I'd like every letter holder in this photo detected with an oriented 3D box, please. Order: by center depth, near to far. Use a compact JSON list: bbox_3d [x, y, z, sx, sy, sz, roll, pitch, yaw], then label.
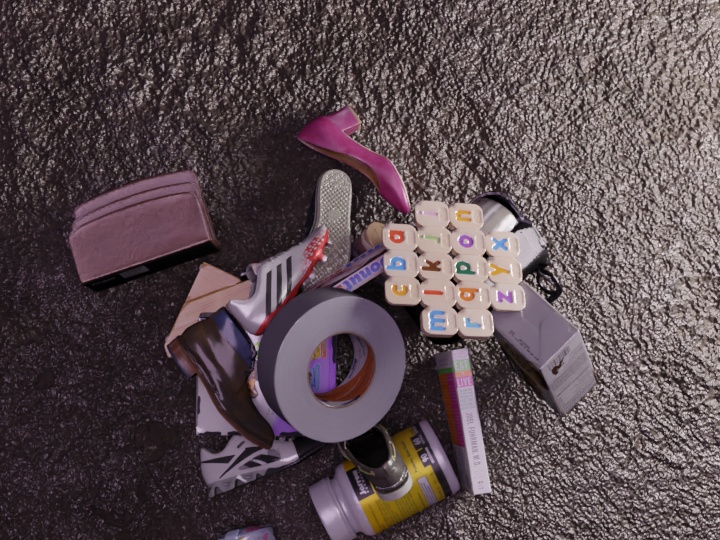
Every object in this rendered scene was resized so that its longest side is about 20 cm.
[{"bbox_3d":[-0.327,-0.071,1.661,0.198,0.101,0.144,-18,83,-2],"label":"letter holder"}]

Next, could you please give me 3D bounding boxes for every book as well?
[{"bbox_3d":[0.150,0.215,1.622,0.047,0.134,0.202,-8,85,-2],"label":"book"}]

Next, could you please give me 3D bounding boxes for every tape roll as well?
[{"bbox_3d":[-0.039,0.127,1.526,0.198,0.066,0.203,-7,105,-26],"label":"tape roll"}]

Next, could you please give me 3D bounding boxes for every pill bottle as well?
[{"bbox_3d":[0.033,0.310,1.622,0.199,0.114,0.115,-27,86,-3],"label":"pill bottle"}]

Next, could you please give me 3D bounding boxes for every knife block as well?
[{"bbox_3d":[-0.174,0.069,1.667,0.174,0.064,0.202,25,85,2],"label":"knife block"}]

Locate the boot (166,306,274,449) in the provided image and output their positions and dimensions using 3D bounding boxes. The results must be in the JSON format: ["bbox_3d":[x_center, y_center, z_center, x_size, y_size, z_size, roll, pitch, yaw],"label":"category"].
[{"bbox_3d":[-0.164,0.146,1.530,0.097,0.075,0.200,-42,95,3],"label":"boot"}]

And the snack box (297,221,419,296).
[{"bbox_3d":[0.000,0.000,1.587,0.199,0.072,0.024,-33,103,3],"label":"snack box"}]

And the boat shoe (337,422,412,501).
[{"bbox_3d":[0.009,0.242,1.572,0.072,0.202,0.061,-32,122,-8],"label":"boat shoe"}]

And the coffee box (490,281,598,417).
[{"bbox_3d":[0.259,0.114,1.585,0.080,0.200,0.113,-43,59,-4],"label":"coffee box"}]

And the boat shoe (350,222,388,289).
[{"bbox_3d":[0.065,0.014,1.675,0.200,0.065,0.072,44,47,-14],"label":"boat shoe"}]

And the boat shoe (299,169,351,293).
[{"bbox_3d":[-0.051,-0.049,1.669,0.074,0.062,0.202,10,74,-11],"label":"boat shoe"}]

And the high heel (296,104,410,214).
[{"bbox_3d":[-0.008,-0.151,1.682,0.095,0.067,0.201,-31,81,-13],"label":"high heel"}]

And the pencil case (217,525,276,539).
[{"bbox_3d":[-0.150,0.470,1.619,0.083,0.090,0.202,-17,82,39],"label":"pencil case"}]

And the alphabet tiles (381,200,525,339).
[{"bbox_3d":[0.125,-0.002,1.521,0.193,0.015,0.202,3,63,-10],"label":"alphabet tiles"}]

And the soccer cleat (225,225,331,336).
[{"bbox_3d":[-0.111,0.002,1.566,0.085,0.069,0.201,36,62,-7],"label":"soccer cleat"}]

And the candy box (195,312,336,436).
[{"bbox_3d":[-0.135,0.147,1.607,0.198,0.072,0.170,2,95,-5],"label":"candy box"}]

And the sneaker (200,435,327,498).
[{"bbox_3d":[-0.144,0.258,1.645,0.198,0.074,0.089,-20,83,0],"label":"sneaker"}]

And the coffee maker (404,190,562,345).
[{"bbox_3d":[0.173,0.013,1.608,0.192,0.135,0.200,41,59,12],"label":"coffee maker"}]
